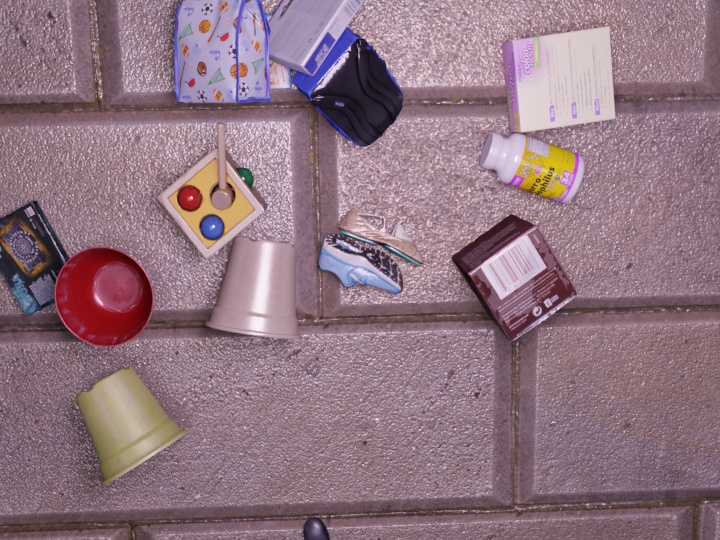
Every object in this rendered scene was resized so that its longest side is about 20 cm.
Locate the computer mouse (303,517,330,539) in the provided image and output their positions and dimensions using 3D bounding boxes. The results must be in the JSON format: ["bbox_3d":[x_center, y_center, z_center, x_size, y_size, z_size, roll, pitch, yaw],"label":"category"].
[{"bbox_3d":[-0.083,0.654,1.721,0.057,0.034,0.204,-19,101,0],"label":"computer mouse"}]

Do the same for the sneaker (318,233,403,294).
[{"bbox_3d":[0.000,0.000,1.601,0.197,0.079,0.091,26,122,-9],"label":"sneaker"}]

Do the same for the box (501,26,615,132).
[{"bbox_3d":[0.397,-0.381,1.526,0.195,0.097,0.180,-9,101,-2],"label":"box"}]

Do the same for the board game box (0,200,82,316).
[{"bbox_3d":[-0.685,-0.024,1.579,0.133,0.028,0.203,-26,101,3],"label":"board game box"}]

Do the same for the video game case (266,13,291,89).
[{"bbox_3d":[-0.240,-0.438,1.530,0.195,0.018,0.147,-2,99,-2],"label":"video game case"}]

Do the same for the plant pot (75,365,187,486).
[{"bbox_3d":[-0.492,0.311,1.578,0.198,0.200,0.187,-31,89,3],"label":"plant pot"}]

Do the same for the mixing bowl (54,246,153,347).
[{"bbox_3d":[-0.512,0.045,1.558,0.195,0.108,0.205,0,99,-3],"label":"mixing bowl"}]

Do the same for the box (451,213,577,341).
[{"bbox_3d":[0.307,0.008,1.538,0.164,0.200,0.166,-35,100,4],"label":"box"}]

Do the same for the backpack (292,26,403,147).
[{"bbox_3d":[-0.017,-0.361,1.482,0.162,0.169,0.199,-44,131,9],"label":"backpack"}]

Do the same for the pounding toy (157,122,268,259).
[{"bbox_3d":[-0.286,-0.160,1.513,0.199,0.142,0.185,-38,100,5],"label":"pounding toy"}]

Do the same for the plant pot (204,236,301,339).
[{"bbox_3d":[-0.205,0.032,1.541,0.195,0.200,0.188,8,88,-4],"label":"plant pot"}]

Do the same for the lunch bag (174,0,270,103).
[{"bbox_3d":[-0.261,-0.422,1.437,0.167,0.123,0.205,6,105,28],"label":"lunch bag"}]

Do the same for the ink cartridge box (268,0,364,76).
[{"bbox_3d":[-0.097,-0.481,1.451,0.040,0.199,0.201,35,90,-44],"label":"ink cartridge box"}]

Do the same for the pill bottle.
[{"bbox_3d":[0.348,-0.215,1.549,0.196,0.104,0.106,18,99,-5],"label":"pill bottle"}]

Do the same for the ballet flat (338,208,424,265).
[{"bbox_3d":[0.053,-0.074,1.583,0.196,0.070,0.067,23,88,-9],"label":"ballet flat"}]
